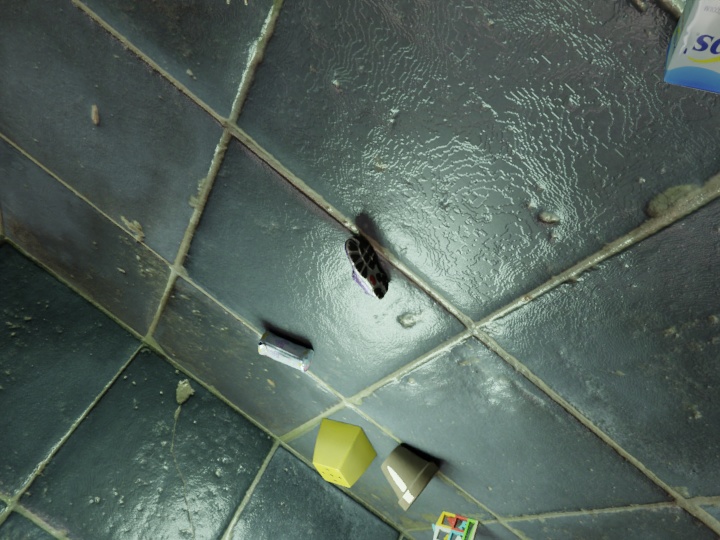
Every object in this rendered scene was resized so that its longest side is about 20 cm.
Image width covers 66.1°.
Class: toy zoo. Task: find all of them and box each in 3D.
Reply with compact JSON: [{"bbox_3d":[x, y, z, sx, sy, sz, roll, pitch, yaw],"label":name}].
[{"bbox_3d":[0.386,1.087,2.307,0.196,0.132,0.021,-1,133,37],"label":"toy zoo"}]

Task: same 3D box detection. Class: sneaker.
[{"bbox_3d":[0.000,0.000,1.423,0.082,0.081,0.203,7,137,38],"label":"sneaker"}]

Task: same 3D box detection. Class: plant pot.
[{"bbox_3d":[-0.080,0.746,2.230,0.196,0.178,0.203,2,134,33],"label":"plant pot"},{"bbox_3d":[0.171,0.760,2.074,0.174,0.199,0.203,39,147,20],"label":"plant pot"}]

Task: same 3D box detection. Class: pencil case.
[{"bbox_3d":[-0.260,0.281,1.918,0.195,0.085,0.091,20,164,15],"label":"pencil case"}]

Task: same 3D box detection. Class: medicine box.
[{"bbox_3d":[0.499,-0.325,0.669,0.178,0.104,0.203,19,140,18],"label":"medicine box"}]

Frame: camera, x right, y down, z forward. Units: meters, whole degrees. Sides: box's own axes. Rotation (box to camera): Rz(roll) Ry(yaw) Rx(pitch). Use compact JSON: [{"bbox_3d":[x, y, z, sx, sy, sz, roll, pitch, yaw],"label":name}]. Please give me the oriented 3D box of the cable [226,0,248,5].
[{"bbox_3d":[-0.221,-0.571,0.966,0.095,0.051,0.203,22,143,13],"label":"cable"}]
